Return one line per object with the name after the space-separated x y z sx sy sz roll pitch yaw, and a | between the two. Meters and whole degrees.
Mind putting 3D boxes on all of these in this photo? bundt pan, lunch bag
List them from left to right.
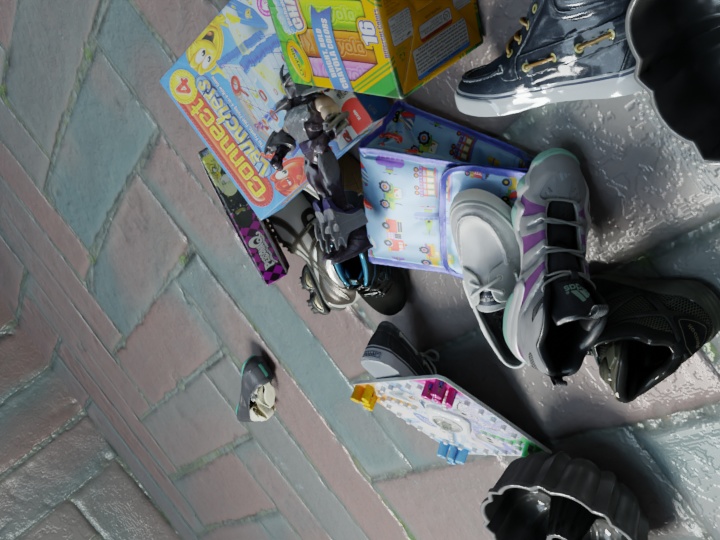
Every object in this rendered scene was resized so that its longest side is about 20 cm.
0.107 -0.067 0.960 0.196 0.094 0.153 17 136 24 | lunch bag
0.244 0.287 1.091 0.198 0.076 0.204 22 140 19 | bundt pan
0.278 -0.161 0.611 0.200 0.075 0.204 35 146 27 | bundt pan

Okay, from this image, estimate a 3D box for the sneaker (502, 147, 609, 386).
0.184 0.001 0.824 0.140 0.076 0.205 -124 34 -73 | sneaker

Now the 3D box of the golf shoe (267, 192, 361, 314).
-0.053 -0.045 1.217 0.093 0.078 0.203 -18 107 35 | golf shoe

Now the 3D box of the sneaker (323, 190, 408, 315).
0.000 0.000 1.121 0.072 0.083 0.201 -10 138 22 | sneaker

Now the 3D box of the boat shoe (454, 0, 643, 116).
0.150 -0.189 0.775 0.198 0.071 0.092 0 121 46 | boat shoe

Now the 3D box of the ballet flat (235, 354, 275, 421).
-0.183 0.229 1.675 0.073 0.073 0.202 39 146 19 | ballet flat

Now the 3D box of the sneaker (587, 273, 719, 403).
0.229 0.062 0.881 0.198 0.114 0.077 1 123 56 | sneaker

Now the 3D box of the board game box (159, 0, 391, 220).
-0.097 -0.194 1.036 0.195 0.056 0.201 -36 92 33 | board game box

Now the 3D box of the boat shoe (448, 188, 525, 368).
0.131 0.014 0.923 0.070 0.069 0.202 -1 132 22 | boat shoe

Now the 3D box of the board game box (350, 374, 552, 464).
0.109 0.195 1.188 0.199 0.026 0.199 36 155 -23 | board game box

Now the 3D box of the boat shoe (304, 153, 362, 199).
-0.081 -0.139 1.136 0.200 0.071 0.070 43 147 14 | boat shoe

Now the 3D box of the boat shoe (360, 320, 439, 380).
0.067 0.133 1.223 0.072 0.069 0.199 1 148 40 | boat shoe

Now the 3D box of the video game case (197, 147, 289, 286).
-0.148 -0.073 1.228 0.184 0.035 0.200 63 178 -4 | video game case

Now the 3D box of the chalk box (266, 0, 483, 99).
-0.006 -0.249 0.866 0.198 0.124 0.126 19 137 45 | chalk box

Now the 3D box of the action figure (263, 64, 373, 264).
-0.043 -0.112 0.952 0.130 0.068 0.204 -3 108 65 | action figure
